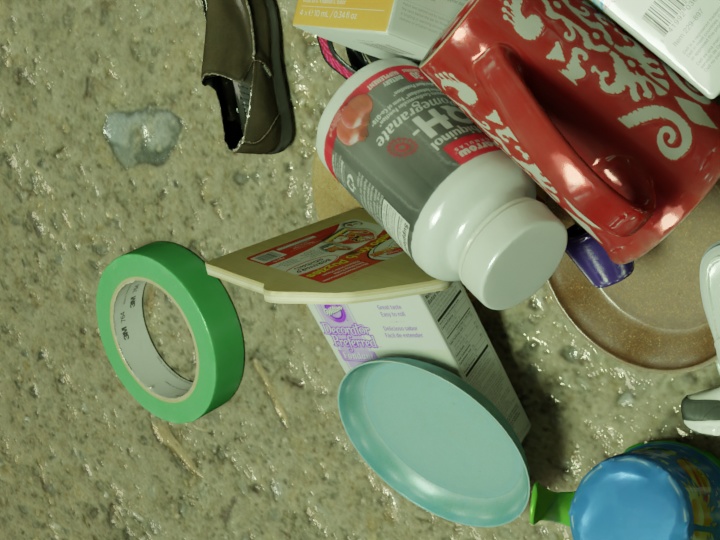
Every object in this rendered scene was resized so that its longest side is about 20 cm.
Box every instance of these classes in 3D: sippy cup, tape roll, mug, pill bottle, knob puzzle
[{"bbox_3d":[0.230,0.200,1.087,0.177,0.130,0.141,-32,67,17],"label":"sippy cup"},{"bbox_3d":[-0.217,0.070,1.539,0.199,0.048,0.203,20,122,35],"label":"tape roll"},{"bbox_3d":[0.151,-0.118,0.934,0.200,0.178,0.134,40,92,-6],"label":"mug"},{"bbox_3d":[0.062,-0.064,1.030,0.200,0.110,0.112,47,135,34],"label":"pill bottle"},{"bbox_3d":[0.000,0.000,1.127,0.218,0.219,0.031,11,115,39],"label":"knob puzzle"}]

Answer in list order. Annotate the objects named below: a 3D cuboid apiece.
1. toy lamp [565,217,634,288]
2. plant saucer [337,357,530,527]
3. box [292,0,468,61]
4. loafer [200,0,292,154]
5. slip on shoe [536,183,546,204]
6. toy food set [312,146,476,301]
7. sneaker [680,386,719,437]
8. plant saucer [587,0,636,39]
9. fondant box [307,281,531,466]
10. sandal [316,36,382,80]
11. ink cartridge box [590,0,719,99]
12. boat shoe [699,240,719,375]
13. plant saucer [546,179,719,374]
[{"bbox_3d":[0.156,-0.083,1.050,0.058,0.058,0.202,-14,105,45],"label":"toy lamp"},{"bbox_3d":[0.069,0.150,1.229,0.198,0.027,0.202,24,140,21],"label":"plant saucer"},{"bbox_3d":[0.041,-0.268,1.038,0.124,0.097,0.203,15,92,51],"label":"box"},{"bbox_3d":[-0.117,-0.203,1.302,0.072,0.071,0.202,-4,106,43],"label":"loafer"},{"bbox_3d":[0.072,-0.072,1.135,0.199,0.074,0.062,21,83,38],"label":"slip on shoe"},{"bbox_3d":[0.035,-0.068,1.240,0.198,0.048,0.200,10,115,40],"label":"toy food set"},{"bbox_3d":[0.329,0.078,1.030,0.199,0.073,0.081,-20,81,41],"label":"sneaker"},{"bbox_3d":[0.153,-0.199,1.070,0.199,0.048,0.202,-21,93,46],"label":"plant saucer"},{"bbox_3d":[0.052,0.082,1.246,0.143,0.058,0.201,-2,125,43],"label":"fondant box"},{"bbox_3d":[-0.011,-0.194,1.193,0.045,0.075,0.200,-47,57,10],"label":"sandal"},{"bbox_3d":[0.213,-0.237,0.925,0.200,0.087,0.146,41,112,9],"label":"ink cartridge box"},{"bbox_3d":[0.291,0.067,0.970,0.073,0.066,0.202,-39,66,37],"label":"boat shoe"},{"bbox_3d":[0.231,-0.018,1.089,0.199,0.036,0.203,19,121,35],"label":"plant saucer"}]
